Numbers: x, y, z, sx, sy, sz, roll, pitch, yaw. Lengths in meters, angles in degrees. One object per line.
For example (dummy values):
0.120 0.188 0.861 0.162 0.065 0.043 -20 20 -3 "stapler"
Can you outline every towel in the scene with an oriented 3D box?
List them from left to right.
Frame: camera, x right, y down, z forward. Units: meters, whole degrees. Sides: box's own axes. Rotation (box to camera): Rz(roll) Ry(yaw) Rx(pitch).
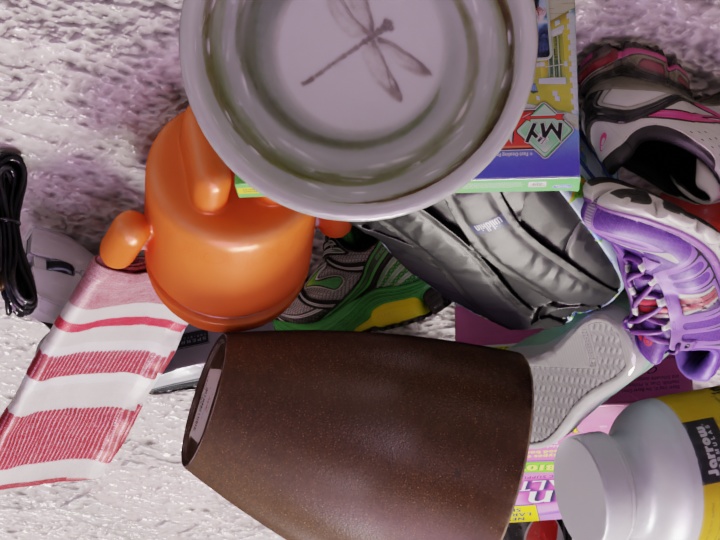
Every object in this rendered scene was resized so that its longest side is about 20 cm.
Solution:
-0.187 0.075 1.524 0.144 0.023 0.200 1 125 -58 "towel"

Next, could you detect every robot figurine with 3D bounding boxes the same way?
-0.087 -0.034 1.409 0.116 0.144 0.200 37 153 15 "robot figurine"

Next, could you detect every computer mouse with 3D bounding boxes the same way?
-0.209 0.002 1.507 0.044 0.110 0.200 -14 157 11 "computer mouse"

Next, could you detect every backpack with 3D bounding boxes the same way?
0.093 -0.044 1.382 0.163 0.154 0.200 -24 122 30 "backpack"

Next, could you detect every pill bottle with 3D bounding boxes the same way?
0.242 0.140 1.512 0.199 0.112 0.112 -9 154 -21 "pill bottle"

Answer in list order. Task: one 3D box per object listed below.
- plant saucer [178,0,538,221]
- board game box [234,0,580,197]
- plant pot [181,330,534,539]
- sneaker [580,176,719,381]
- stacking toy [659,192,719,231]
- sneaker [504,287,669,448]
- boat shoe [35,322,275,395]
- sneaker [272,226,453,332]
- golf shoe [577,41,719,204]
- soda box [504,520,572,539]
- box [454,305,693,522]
-0.001 -0.127 1.206 0.199 0.201 0.050 -1 179 3 "plant saucer"
0.027 -0.112 1.253 0.199 0.135 0.029 -1 165 3 "board game box"
-0.012 0.116 1.438 0.199 0.188 0.187 17 147 -12 "plant pot"
0.194 0.012 1.348 0.081 0.084 0.200 28 170 45 "sneaker"
0.277 -0.002 1.497 0.200 0.086 0.085 29 139 -34 "stacking toy"
0.169 0.060 1.507 0.118 0.074 0.200 -26 175 -36 "sneaker"
-0.146 0.068 1.632 0.199 0.069 0.057 -6 150 8 "boat shoe"
0.000 0.000 1.522 0.078 0.085 0.200 -29 -174 -39 "sneaker"
0.222 -0.071 1.363 0.199 0.092 0.073 15 144 -25 "golf shoe"
0.133 0.242 1.785 0.070 0.201 0.063 -16 136 26 "soda box"
0.171 0.109 1.666 0.175 0.097 0.200 -4 150 8 "box"
